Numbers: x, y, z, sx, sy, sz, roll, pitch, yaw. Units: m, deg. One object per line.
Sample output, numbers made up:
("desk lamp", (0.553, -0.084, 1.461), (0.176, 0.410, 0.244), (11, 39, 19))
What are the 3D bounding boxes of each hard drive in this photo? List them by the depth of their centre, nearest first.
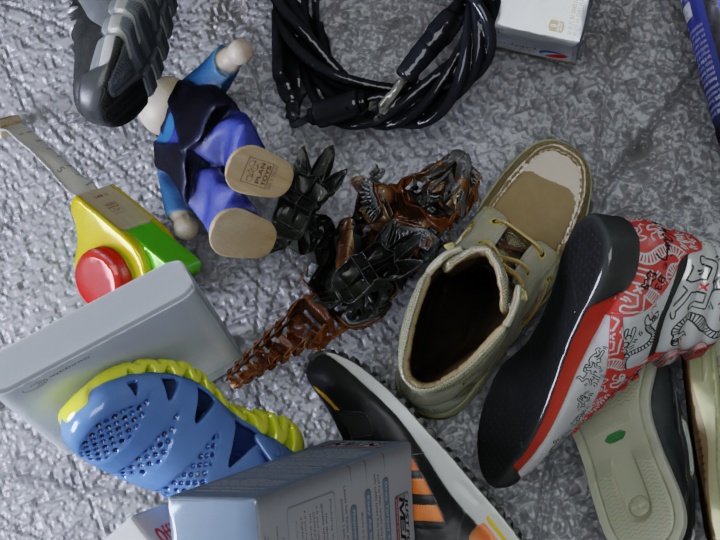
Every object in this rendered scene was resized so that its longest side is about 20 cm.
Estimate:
("hard drive", (-0.146, 0.057, 1.478), (0.132, 0.200, 0.027), (-28, 74, -2))

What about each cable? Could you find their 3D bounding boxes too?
("cable", (0.014, -0.188, 1.559), (0.163, 0.051, 0.201), (-9, 69, 28))

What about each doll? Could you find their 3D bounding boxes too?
("doll", (-0.094, -0.080, 1.514), (0.048, 0.200, 0.137), (9, 107, -24))

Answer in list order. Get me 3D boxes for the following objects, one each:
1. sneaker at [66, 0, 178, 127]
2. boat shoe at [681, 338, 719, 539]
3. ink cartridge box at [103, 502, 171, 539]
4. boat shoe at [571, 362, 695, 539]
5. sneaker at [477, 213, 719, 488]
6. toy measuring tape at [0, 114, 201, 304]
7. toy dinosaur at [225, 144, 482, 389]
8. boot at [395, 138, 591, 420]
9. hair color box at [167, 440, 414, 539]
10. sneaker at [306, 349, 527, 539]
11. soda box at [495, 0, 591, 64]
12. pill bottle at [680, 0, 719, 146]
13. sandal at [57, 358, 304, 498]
("sneaker", (-0.181, -0.173, 1.564), (0.115, 0.075, 0.200), (5, 51, 14))
("boat shoe", (0.243, 0.128, 1.518), (0.062, 0.073, 0.201), (-8, 81, 4))
("ink cartridge box", (-0.089, 0.242, 1.473), (0.087, 0.145, 0.200), (-42, 82, 8))
("boat shoe", (0.171, 0.093, 1.536), (0.072, 0.068, 0.201), (-19, 67, 22))
("sneaker", (0.153, 0.058, 1.479), (0.108, 0.067, 0.202), (8, 123, -26))
("toy measuring tape", (-0.176, -0.021, 1.568), (0.200, 0.074, 0.074), (38, 85, 23))
("toy dinosaur", (0.000, 0.000, 1.513), (0.102, 0.136, 0.200), (22, 76, 15))
("boot", (0.084, -0.003, 1.501), (0.072, 0.155, 0.200), (31, 84, 7))
("hair color box", (-0.035, 0.163, 1.416), (0.060, 0.200, 0.099), (-1, 95, 27))
("sneaker", (0.020, 0.142, 1.526), (0.090, 0.070, 0.200), (-42, 84, -6))
("soda box", (0.130, -0.241, 1.581), (0.068, 0.064, 0.201), (12, 82, 4))
("pill bottle", (0.270, -0.135, 1.535), (0.111, 0.112, 0.201), (-14, 82, 0))
("sandal", (-0.097, 0.115, 1.469), (0.079, 0.200, 0.087), (-44, 48, 24))
